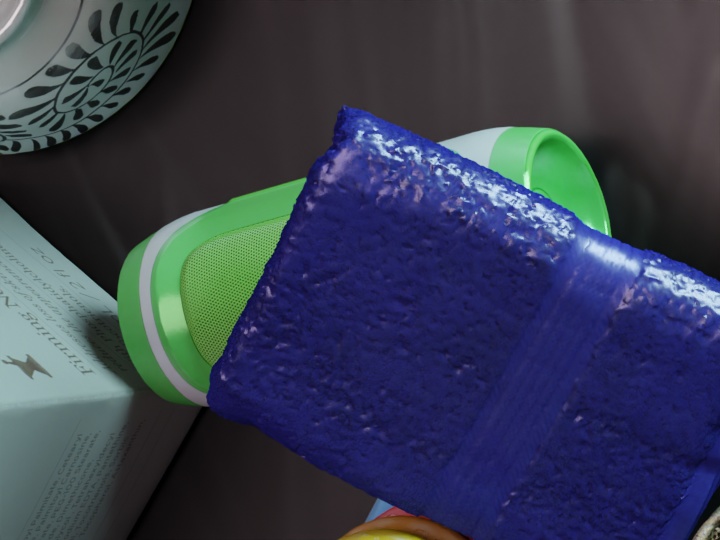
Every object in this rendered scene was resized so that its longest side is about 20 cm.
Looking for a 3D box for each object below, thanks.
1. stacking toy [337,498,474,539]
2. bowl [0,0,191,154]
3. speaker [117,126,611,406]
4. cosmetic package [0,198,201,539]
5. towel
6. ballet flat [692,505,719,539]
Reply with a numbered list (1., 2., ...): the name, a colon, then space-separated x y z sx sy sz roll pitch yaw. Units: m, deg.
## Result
1. stacking toy: 0.001 0.147 1.145 0.116 0.200 0.110 32 106 24
2. bowl: -0.173 -0.140 1.253 0.201 0.094 0.201 1 104 4
3. speaker: 0.000 0.000 1.209 0.200 0.088 0.089 -15 84 29
4. cosmetic package: -0.207 0.072 1.262 0.167 0.200 0.166 38 109 23
5. towel: 0.054 0.034 1.133 0.200 0.050 0.148 26 116 -4
6. ballet flat: 0.205 0.078 1.104 0.200 0.067 0.068 -39 74 24
